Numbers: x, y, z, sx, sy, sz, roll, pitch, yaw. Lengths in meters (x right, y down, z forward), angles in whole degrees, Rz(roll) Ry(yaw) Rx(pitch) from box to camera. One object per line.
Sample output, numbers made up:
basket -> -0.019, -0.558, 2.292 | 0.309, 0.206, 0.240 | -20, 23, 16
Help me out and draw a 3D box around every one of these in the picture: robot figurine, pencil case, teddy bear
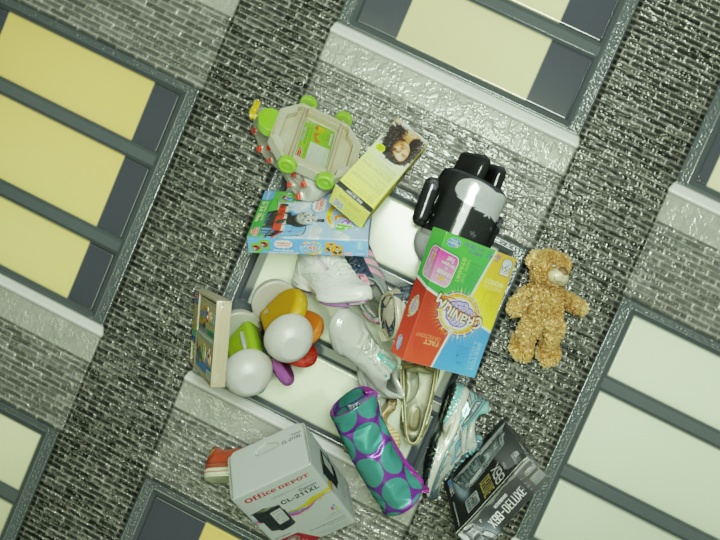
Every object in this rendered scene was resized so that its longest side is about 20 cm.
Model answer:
robot figurine -> 0.166, -0.091, 1.080 | 0.147, 0.125, 0.204 | 24, 93, 6
pencil case -> 0.030, 0.297, 1.072 | 0.091, 0.085, 0.204 | -28, 94, 8
pencil case -> 0.120, 0.063, 1.069 | 0.195, 0.078, 0.092 | -8, 114, -25
teddy bear -> 0.315, 0.067, 1.100 | 0.142, 0.067, 0.204 | 27, 94, 0

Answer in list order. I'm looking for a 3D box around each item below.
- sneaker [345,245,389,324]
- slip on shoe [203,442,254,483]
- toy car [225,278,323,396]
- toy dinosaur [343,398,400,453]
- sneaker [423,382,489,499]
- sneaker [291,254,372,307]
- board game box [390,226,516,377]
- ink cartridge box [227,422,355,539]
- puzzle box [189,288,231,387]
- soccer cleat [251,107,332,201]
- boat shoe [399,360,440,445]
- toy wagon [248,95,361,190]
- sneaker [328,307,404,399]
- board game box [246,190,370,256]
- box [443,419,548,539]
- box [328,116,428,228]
sneaker -> 0.000, 0.000, 1.112 | 0.069, 0.082, 0.203 | -32, 89, 6
slip on shoe -> -0.178, 0.335, 1.143 | 0.194, 0.075, 0.063 | -3, 59, -1
toy car -> -0.148, 0.130, 1.105 | 0.199, 0.176, 0.150 | -39, 125, 4
toy dinosaur -> 0.020, 0.309, 1.131 | 0.098, 0.058, 0.206 | 7, 92, 3
sneaker -> 0.165, 0.304, 1.112 | 0.084, 0.078, 0.205 | 19, 93, 0
sneaker -> -0.052, 0.000, 1.067 | 0.073, 0.198, 0.103 | -3, 106, -39
board game box -> 0.147, 0.053, 1.012 | 0.150, 0.040, 0.205 | 16, 95, -29
ink cartridge box -> -0.113, 0.366, 1.076 | 0.143, 0.084, 0.202 | -24, 130, 4
puzzle box -> -0.253, 0.106, 1.081 | 0.025, 0.199, 0.137 | 4, 91, -24
soccer cleat -> -0.121, -0.202, 1.131 | 0.202, 0.077, 0.070 | 55, 133, 16
boat shoe -> 0.101, 0.194, 1.119 | 0.071, 0.063, 0.207 | 9, 92, 3
toy wagon -> -0.096, -0.224, 1.087 | 0.195, 0.040, 0.158 | 22, 56, -10
sneaker -> 0.020, 0.140, 1.069 | 0.076, 0.087, 0.202 | -51, 131, -26
board game box -> -0.079, -0.081, 1.086 | 0.194, 0.153, 0.037 | 3, 125, 3
box -> 0.212, 0.342, 1.047 | 0.050, 0.200, 0.158 | 41, 94, 0
box -> 0.032, -0.165, 1.069 | 0.075, 0.050, 0.201 | 37, 58, 1
